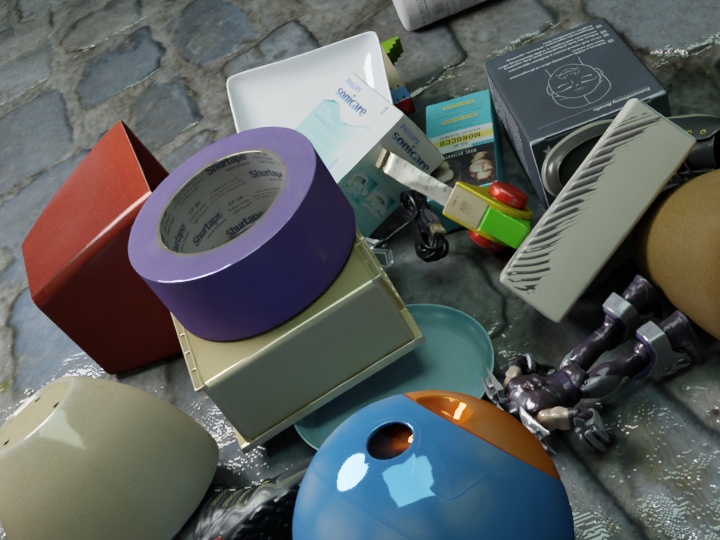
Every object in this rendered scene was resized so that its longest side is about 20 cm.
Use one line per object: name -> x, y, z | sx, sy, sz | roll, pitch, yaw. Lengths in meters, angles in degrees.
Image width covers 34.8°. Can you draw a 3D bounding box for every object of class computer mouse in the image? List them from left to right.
computer mouse -> 0.000, 0.000, 1.210 | 0.200, 0.044, 0.110 | -34, 40, -1

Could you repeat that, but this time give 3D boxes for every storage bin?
storage bin -> -0.073, 0.036, 1.114 | 0.200, 0.094, 0.199 | -32, 38, 2

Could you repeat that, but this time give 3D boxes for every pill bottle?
pill bottle -> 0.138, -0.429, 1.633 | 0.200, 0.114, 0.114 | -22, 36, 3

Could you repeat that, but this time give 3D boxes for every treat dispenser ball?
treat dispenser ball -> 0.051, 0.187, 0.821 | 0.201, 0.201, 0.201 | -15, 36, 11

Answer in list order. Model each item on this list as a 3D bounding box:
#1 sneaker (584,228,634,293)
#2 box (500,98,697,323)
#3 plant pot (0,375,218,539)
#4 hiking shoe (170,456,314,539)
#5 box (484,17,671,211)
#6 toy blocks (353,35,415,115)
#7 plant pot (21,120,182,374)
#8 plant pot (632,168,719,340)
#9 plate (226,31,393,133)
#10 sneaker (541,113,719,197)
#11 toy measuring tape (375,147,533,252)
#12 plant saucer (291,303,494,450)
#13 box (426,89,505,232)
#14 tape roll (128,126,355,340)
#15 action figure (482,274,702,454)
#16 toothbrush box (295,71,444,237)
sneaker -> 0.262, -0.045, 1.113 | 0.200, 0.070, 0.080 | -19, 33, 7
box -> 0.210, -0.054, 1.030 | 0.200, 0.068, 0.082 | -55, -3, 8
plant pot -> -0.244, 0.171, 1.011 | 0.200, 0.135, 0.200 | -32, 21, 14
hiking shoe -> -0.108, 0.207, 0.989 | 0.200, 0.076, 0.101 | -31, 40, -9
box -> 0.238, -0.169, 1.251 | 0.148, 0.107, 0.200 | -20, 35, 4
toy blocks -> -0.016, -0.207, 1.469 | 0.200, 0.100, 0.137 | -23, 47, 0
plant pot -> -0.257, -0.009, 1.265 | 0.176, 0.200, 0.200 | -36, 36, 2
plant pot -> 0.327, -0.017, 0.968 | 0.186, 0.187, 0.200 | -34, 21, -15
plate -> -0.049, -0.169, 1.398 | 0.199, 0.032, 0.200 | -16, 77, 10
sneaker -> 0.279, -0.112, 1.100 | 0.200, 0.075, 0.106 | -15, 11, -7
toy measuring tape -> 0.112, -0.074, 1.203 | 0.200, 0.074, 0.074 | 31, 58, 18
plant saucer -> 0.032, 0.109, 1.080 | 0.200, 0.027, 0.200 | -16, 37, 12
box -> 0.119, -0.128, 1.314 | 0.082, 0.049, 0.200 | -14, 36, 13
tape roll -> -0.111, -0.037, 1.076 | 0.200, 0.085, 0.200 | -19, 41, 17
action figure -> 0.189, 0.094, 0.982 | 0.200, 0.069, 0.130 | -33, 44, -6
toothbrush box -> -0.027, -0.106, 1.289 | 0.200, 0.085, 0.146 | -47, 37, 3
